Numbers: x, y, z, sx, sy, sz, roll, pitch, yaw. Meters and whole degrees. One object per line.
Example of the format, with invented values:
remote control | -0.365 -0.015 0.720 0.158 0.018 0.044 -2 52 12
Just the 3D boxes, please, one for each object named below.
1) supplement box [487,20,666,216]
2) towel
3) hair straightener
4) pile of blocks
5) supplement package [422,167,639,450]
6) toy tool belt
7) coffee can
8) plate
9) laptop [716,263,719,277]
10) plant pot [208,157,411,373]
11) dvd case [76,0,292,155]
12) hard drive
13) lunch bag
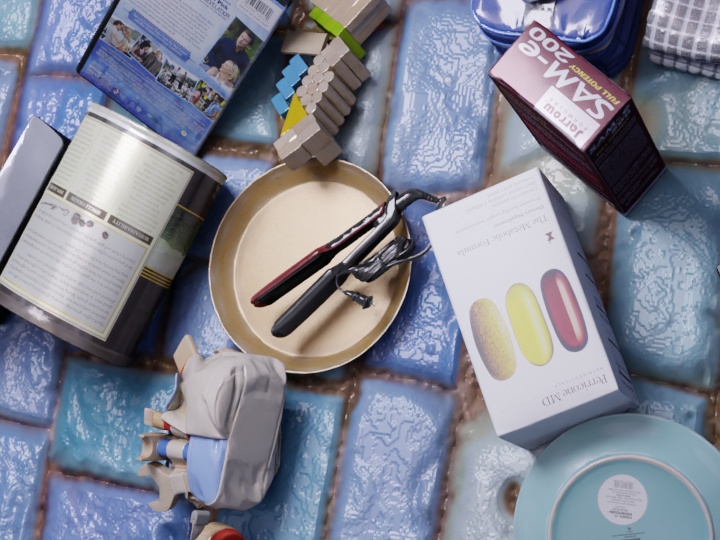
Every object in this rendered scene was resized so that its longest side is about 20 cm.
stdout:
supplement box | 0.184 -0.123 1.378 0.109 0.200 0.061 42 93 22
towel | 0.344 -0.260 1.415 0.164 0.086 0.202 15 83 21
hair straightener | 0.000 0.000 1.479 0.199 0.041 0.077 -35 70 4
pile of blocks | -0.031 -0.180 1.543 0.082 0.062 0.201 13 73 34
supplement package | 0.146 0.035 1.405 0.113 0.109 0.202 -23 72 13
toy tool belt | -0.140 0.165 1.484 0.122 0.124 0.202 10 90 44
coffee can | -0.232 -0.032 1.531 0.146 0.146 0.201 27 88 22
plate | 0.222 0.219 1.361 0.198 0.026 0.202 0 90 15
laptop | 0.403 0.025 1.322 0.199 0.103 0.179 -24 71 13
plant pot | -0.044 -0.003 1.525 0.198 0.027 0.202 -5 76 19
dvd case | -0.167 -0.218 1.542 0.142 0.018 0.200 37 124 0
hard drive | -0.327 -0.041 1.577 0.042 0.135 0.201 27 87 8
lunch bag | 0.175 -0.265 1.449 0.135 0.132 0.202 9 81 21
